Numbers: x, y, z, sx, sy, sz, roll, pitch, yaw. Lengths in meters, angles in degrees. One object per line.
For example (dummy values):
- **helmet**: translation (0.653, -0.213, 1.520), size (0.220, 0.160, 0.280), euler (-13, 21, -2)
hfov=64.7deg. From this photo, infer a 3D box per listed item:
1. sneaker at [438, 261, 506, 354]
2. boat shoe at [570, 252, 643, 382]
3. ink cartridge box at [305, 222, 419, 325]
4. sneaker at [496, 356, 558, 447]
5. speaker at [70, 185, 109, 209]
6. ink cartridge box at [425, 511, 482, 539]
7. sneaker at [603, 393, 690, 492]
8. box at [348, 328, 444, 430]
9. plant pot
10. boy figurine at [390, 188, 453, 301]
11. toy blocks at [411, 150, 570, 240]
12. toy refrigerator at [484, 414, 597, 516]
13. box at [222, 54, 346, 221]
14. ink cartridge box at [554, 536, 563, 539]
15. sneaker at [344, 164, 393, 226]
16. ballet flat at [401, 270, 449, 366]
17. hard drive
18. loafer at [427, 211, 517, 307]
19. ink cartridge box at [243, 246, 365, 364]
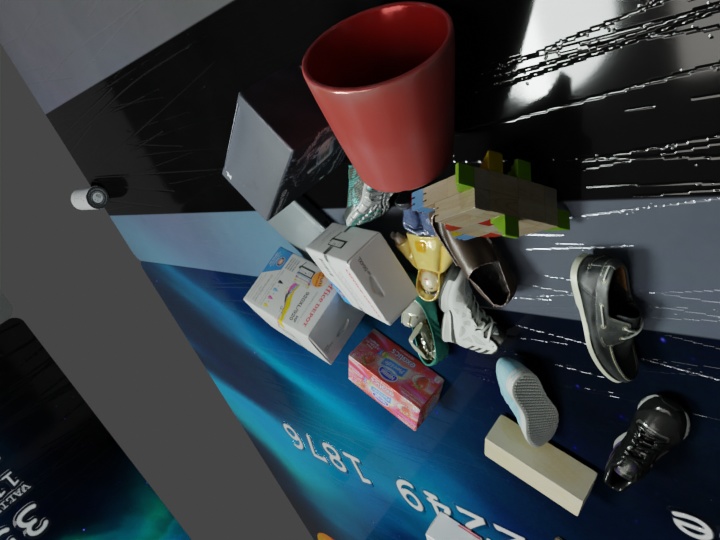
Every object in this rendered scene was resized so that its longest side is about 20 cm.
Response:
- **sneaker**: translation (0.197, 0.068, 0.958), size (0.114, 0.076, 0.202), euler (20, 147, 25)
- **boat shoe**: translation (0.342, 0.071, 0.762), size (0.067, 0.071, 0.203), euler (5, 125, 53)
- **ink cartridge box**: translation (0.000, 0.000, 1.041), size (0.147, 0.084, 0.199), euler (55, 164, -24)
- **sneaker**: translation (0.293, 0.227, 1.009), size (0.202, 0.073, 0.082), euler (65, 175, -31)
- **speaker**: translation (-0.985, -0.262, 2.064), size (0.198, 0.081, 0.082), euler (5, 128, 49)
- **ink cartridge box**: translation (0.273, 0.799, 1.597), size (0.144, 0.085, 0.203), euler (19, 139, 40)
- **sneaker**: translation (0.425, 0.271, 0.852), size (0.075, 0.087, 0.202), euler (31, 143, 27)
- **box**: translation (0.074, 0.239, 1.250), size (0.198, 0.094, 0.104), euler (34, 146, 23)
- **plant pot**: translation (0.041, -0.217, 0.744), size (0.198, 0.201, 0.179), euler (22, 150, 36)
- **boy figurine**: translation (0.106, -0.039, 0.950), size (0.122, 0.065, 0.203), euler (12, 131, 31)
- **toy blocks**: translation (0.160, -0.081, 0.760), size (0.136, 0.196, 0.102), euler (-15, 72, 57)
- **toy refrigerator**: translation (0.338, 0.364, 1.078), size (0.198, 0.070, 0.077), euler (28, 150, 32)
- **box**: translation (-0.098, -0.215, 0.892), size (0.118, 0.200, 0.197), euler (45, 149, 4)
- **ink cartridge box**: translation (0.460, 0.684, 1.166), size (0.198, 0.165, 0.076), euler (19, 141, 40)
- **sneaker**: translation (0.010, -0.146, 0.968), size (0.093, 0.076, 0.200), euler (68, 157, 15)
- **ballet flat**: translation (0.115, 0.101, 1.078), size (0.067, 0.070, 0.203), euler (7, 129, 47)
- **hard drive**: translation (-0.139, -0.109, 1.211), size (0.200, 0.033, 0.140), euler (43, 148, 12)
- **loafer**: translation (0.175, -0.027, 0.852), size (0.073, 0.071, 0.201), euler (-37, 102, 19)
- **ink cartridge box**: translation (-0.117, 0.074, 1.233), size (0.198, 0.149, 0.145), euler (25, 162, 32)
